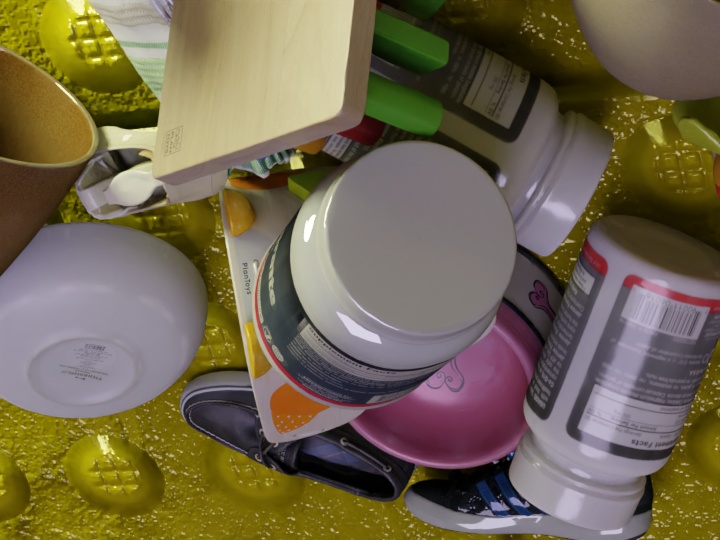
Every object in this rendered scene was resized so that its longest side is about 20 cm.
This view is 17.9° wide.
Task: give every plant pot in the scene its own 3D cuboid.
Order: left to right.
[{"bbox_3d":[-0.314,-0.049,1.644,0.186,0.187,0.201,28,114,-5],"label":"plant pot"},{"bbox_3d":[0.206,-0.183,1.412,0.199,0.201,0.135,24,139,-2],"label":"plant pot"}]

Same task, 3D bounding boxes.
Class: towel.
[{"bbox_3d":[-0.138,-0.152,1.591,0.200,0.031,0.149,55,159,-24],"label":"towel"}]

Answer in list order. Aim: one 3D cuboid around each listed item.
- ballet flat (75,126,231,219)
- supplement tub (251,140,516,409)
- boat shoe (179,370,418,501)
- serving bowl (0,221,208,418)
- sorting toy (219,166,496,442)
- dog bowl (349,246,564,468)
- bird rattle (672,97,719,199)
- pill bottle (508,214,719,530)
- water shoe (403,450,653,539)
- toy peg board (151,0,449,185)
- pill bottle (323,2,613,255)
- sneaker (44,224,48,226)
[{"bbox_3d":[-0.168,-0.068,1.641,0.070,0.070,0.200,49,153,-20],"label":"ballet flat"},{"bbox_3d":[0.014,0.005,1.473,0.140,0.141,0.200,29,160,-5],"label":"supplement tub"},{"bbox_3d":[-0.052,0.133,1.813,0.199,0.057,0.069,14,129,7],"label":"boat shoe"},{"bbox_3d":[-0.213,0.052,1.751,0.198,0.066,0.201,-5,139,-4],"label":"serving bowl"},{"bbox_3d":[0.000,0.000,1.624,0.179,0.201,0.107,-11,164,0],"label":"sorting toy"},{"bbox_3d":[0.060,0.064,1.716,0.199,0.074,0.201,8,128,11],"label":"dog bowl"},{"bbox_3d":[0.282,-0.054,1.511,0.112,0.163,0.201,-28,113,-2],"label":"bird rattle"},{"bbox_3d":[0.182,0.073,1.620,0.113,0.114,0.201,20,109,1],"label":"pill bottle"},{"bbox_3d":[0.132,0.163,1.786,0.199,0.071,0.080,3,99,17],"label":"water shoe"},{"bbox_3d":[-0.027,-0.156,1.451,0.097,0.201,0.199,19,159,-36],"label":"toy peg board"},{"bbox_3d":[0.062,-0.098,1.556,0.199,0.114,0.114,29,129,-5],"label":"pill bottle"},{"bbox_3d":[-0.319,-0.017,1.753,0.199,0.089,0.075,22,149,3],"label":"sneaker"}]
